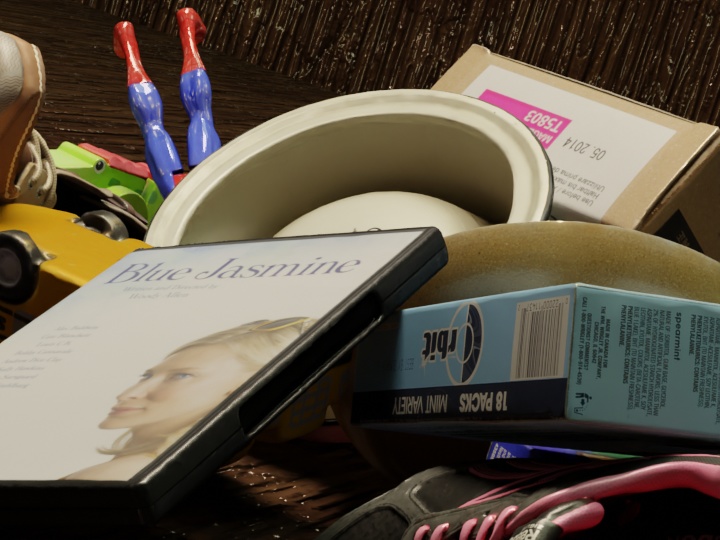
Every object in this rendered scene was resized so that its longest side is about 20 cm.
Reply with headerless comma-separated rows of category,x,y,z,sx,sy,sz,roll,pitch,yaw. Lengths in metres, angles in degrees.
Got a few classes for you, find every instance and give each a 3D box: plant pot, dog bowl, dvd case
plant pot,0.082,0.056,0.881,0.200,0.200,0.028,16,49,-11
dog bowl,0.000,0.000,1.017,0.200,0.074,0.200,-11,37,8
dvd case,-0.074,0.033,0.725,0.143,0.018,0.200,-4,21,32

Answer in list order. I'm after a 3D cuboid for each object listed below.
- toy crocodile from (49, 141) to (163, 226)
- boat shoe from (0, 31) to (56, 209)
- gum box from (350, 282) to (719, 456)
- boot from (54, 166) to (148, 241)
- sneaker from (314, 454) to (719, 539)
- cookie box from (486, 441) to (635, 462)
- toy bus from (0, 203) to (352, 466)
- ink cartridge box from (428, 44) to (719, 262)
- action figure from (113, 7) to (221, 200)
toy crocodile,-0.132,-0.040,1.285,0.200,0.062,0.067,23,2,-45
boat shoe,-0.177,-0.051,0.984,0.072,0.076,0.200,4,-23,-26
gum box,0.121,0.042,0.729,0.200,0.045,0.170,8,-8,-21
boot,-0.199,-0.043,1.129,0.200,0.070,0.146,24,-9,-32
sneaker,0.056,0.088,0.651,0.200,0.079,0.095,-12,-16,28
cookie box,0.155,0.133,0.778,0.171,0.075,0.200,11,11,-30
toy bus,-0.102,0.029,0.890,0.200,0.078,0.065,23,22,29
ink cartridge box,0.130,-0.018,1.111,0.200,0.075,0.165,28,-20,51
action figure,-0.094,-0.040,1.222,0.065,0.200,0.099,-13,-29,-1
